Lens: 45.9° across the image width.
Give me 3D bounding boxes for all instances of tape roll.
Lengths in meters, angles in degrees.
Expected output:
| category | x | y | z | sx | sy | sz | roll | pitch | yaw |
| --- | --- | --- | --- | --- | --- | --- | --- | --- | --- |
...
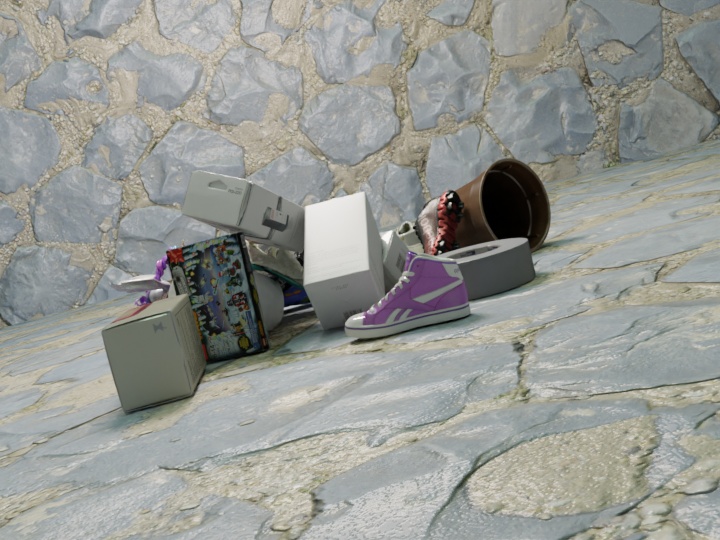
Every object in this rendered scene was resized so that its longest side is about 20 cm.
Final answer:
| category | x | y | z | sx | sy | sz | roll | pitch | yaw |
| --- | --- | --- | --- | --- | --- | --- | --- | --- | --- |
| tape roll | 0.204 | -0.001 | 1.495 | 0.196 | 0.067 | 0.200 | -14 | 6 | 1 |

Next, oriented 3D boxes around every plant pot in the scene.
| category | x | y | z | sx | sy | sz | roll | pitch | yaw |
| --- | --- | --- | --- | --- | --- | --- | --- | --- | --- |
| plant pot | 0.274 | -0.117 | 1.844 | 0.198 | 0.204 | 0.197 | -18 | 0 | -33 |

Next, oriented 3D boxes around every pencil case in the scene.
| category | x | y | z | sx | sy | sz | roll | pitch | yaw |
| --- | --- | --- | --- | --- | --- | --- | --- | --- | --- |
| pencil case | -0.176 | 0.051 | 1.834 | 0.196 | 0.080 | 0.087 | -15 | -1 | -6 |

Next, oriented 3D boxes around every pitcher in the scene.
| category | x | y | z | sx | sy | sz | roll | pitch | yaw |
| --- | --- | --- | --- | --- | --- | --- | --- | --- | --- |
| pitcher | -0.240 | 0.083 | 1.570 | 0.197 | 0.174 | 0.122 | 1 | -35 | -29 |

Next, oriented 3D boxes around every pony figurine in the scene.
| category | x | y | z | sx | sy | sz | roll | pitch | yaw |
| --- | --- | --- | --- | --- | --- | --- | --- | --- | --- |
| pony figurine | -0.429 | 0.052 | 1.833 | 0.190 | 0.204 | 0.166 | -15 | 7 | -10 |

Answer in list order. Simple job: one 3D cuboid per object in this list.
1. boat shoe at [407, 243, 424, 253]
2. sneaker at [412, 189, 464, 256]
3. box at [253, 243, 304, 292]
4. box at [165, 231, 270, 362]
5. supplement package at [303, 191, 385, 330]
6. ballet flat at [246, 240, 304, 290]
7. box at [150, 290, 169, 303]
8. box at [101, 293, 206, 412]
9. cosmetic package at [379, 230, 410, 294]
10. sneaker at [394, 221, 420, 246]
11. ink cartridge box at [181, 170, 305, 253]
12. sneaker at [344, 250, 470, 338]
| category | x | y | z | sx | sy | sz | roll | pitch | yaw |
| --- | --- | --- | --- | --- | --- | --- | --- | --- | --- |
| boat shoe | 0.081 | -0.016 | 1.767 | 0.198 | 0.073 | 0.061 | -2 | -42 | -20 |
| sneaker | 0.152 | -0.066 | 1.744 | 0.097 | 0.204 | 0.071 | -10 | -32 | 37 |
| box | -0.184 | -0.007 | 1.731 | 0.199 | 0.043 | 0.161 | -38 | 33 | 19 |
| box | -0.242 | 0.048 | 1.445 | 0.134 | 0.204 | 0.040 | -13 | 3 | 15 |
| supplement package | -0.027 | -0.019 | 1.498 | 0.119 | 0.121 | 0.202 | -13 | 45 | 11 |
| ballet flat | -0.167 | -0.022 | 1.615 | 0.198 | 0.073 | 0.071 | 19 | 25 | 34 |
| box | -0.348 | 0.073 | 1.707 | 0.198 | 0.075 | 0.101 | -30 | 23 | 15 |
| box | -0.311 | 0.121 | 1.307 | 0.107 | 0.130 | 0.200 | -14 | 6 | -3 |
| cosmetic package | 0.000 | 0.000 | 1.658 | 0.197 | 0.108 | 0.086 | -7 | 50 | 35 |
| sneaker | 0.130 | -0.059 | 1.933 | 0.072 | 0.118 | 0.200 | -14 | 5 | 17 |
| ink cartridge box | -0.199 | -0.103 | 1.522 | 0.144 | 0.086 | 0.199 | 13 | -7 | 32 |
| sneaker | 0.062 | 0.033 | 1.307 | 0.197 | 0.116 | 0.073 | -15 | 8 | 5 |
